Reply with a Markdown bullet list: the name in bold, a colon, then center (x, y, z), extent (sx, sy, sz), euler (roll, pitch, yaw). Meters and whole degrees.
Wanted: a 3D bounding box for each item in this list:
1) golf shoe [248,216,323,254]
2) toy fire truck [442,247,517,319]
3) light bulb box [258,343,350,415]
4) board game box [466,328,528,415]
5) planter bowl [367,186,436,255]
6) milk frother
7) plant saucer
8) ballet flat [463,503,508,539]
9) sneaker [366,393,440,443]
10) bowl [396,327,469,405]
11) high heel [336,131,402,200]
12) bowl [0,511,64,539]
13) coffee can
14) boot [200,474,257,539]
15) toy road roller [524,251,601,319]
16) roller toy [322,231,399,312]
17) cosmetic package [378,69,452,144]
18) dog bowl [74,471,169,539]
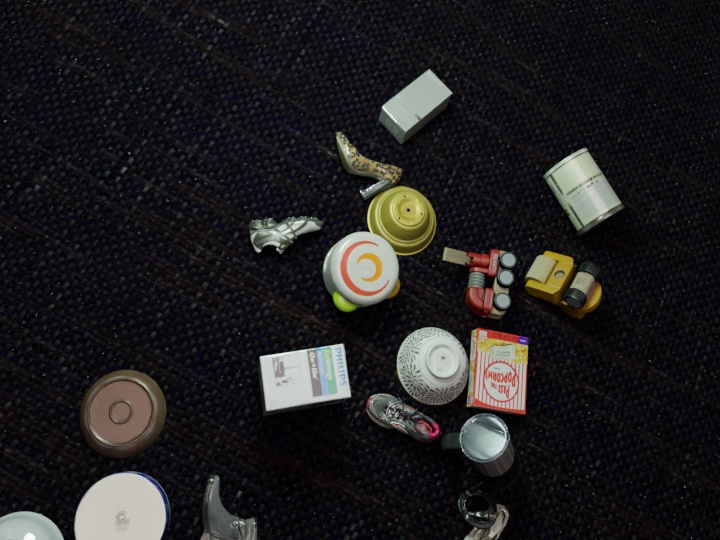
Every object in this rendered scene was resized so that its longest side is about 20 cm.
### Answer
- **golf shoe**: center (-0.193, -0.093, 1.743), extent (0.196, 0.078, 0.097), euler (-6, 92, -11)
- **toy fire truck**: center (0.310, 0.020, 1.780), extent (0.196, 0.129, 0.179), euler (11, 72, 5)
- **light bulb box**: center (-0.138, 0.262, 1.573), extent (0.196, 0.198, 0.127), euler (-7, 77, -11)
- **board game box**: center (0.361, 0.267, 1.742), extent (0.148, 0.046, 0.204), euler (11, 72, -12)
- **planter bowl**: center (0.123, -0.151, 1.806), extent (0.196, 0.084, 0.205), euler (3, 74, -10)
- **milk frother**: center (0.293, 0.480, 1.577), extent (0.177, 0.189, 0.203), euler (-19, 50, 11)
- **plant saucer**: center (-0.560, 0.334, 1.559), extent (0.196, 0.035, 0.205), euler (3, 73, -11)
- **ballet flat**: center (0.297, 0.654, 1.611), extent (0.071, 0.072, 0.201), euler (37, 71, 2)
- **sneaker**: center (0.109, 0.363, 1.655), extent (0.197, 0.075, 0.082), euler (23, 71, -3)
- **bowl**: center (0.198, 0.237, 1.700), extent (0.196, 0.094, 0.205), euler (3, 72, -9)
- **high heel**: center (0.024, -0.313, 1.838), extent (0.141, 0.071, 0.203), euler (-28, 95, -13)
- **bowl**: center (-0.740, 0.621, 1.409), extent (0.197, 0.090, 0.205), euler (3, 72, -10)
- **coffee can**: center (0.636, -0.223, 1.891), extent (0.145, 0.147, 0.202), euler (-27, 80, -17)
- **boot**: center (-0.300, 0.573, 1.527), extent (0.129, 0.070, 0.205), euler (4, 84, -13)
- **toy road roller**: center (0.563, 0.051, 1.827), extent (0.198, 0.147, 0.124), euler (21, 66, 36)
- **roller toy**: center (0.000, 0.000, 1.708), extent (0.197, 0.140, 0.186), euler (-16, 88, -17)
- **cosmetic package**: center (0.158, -0.470, 1.906), extent (0.107, 0.090, 0.200), euler (45, 74, 8)
- **dog bowl**: center (-0.527, 0.553, 1.475), extent (0.196, 0.079, 0.204), euler (3, 73, -10)
